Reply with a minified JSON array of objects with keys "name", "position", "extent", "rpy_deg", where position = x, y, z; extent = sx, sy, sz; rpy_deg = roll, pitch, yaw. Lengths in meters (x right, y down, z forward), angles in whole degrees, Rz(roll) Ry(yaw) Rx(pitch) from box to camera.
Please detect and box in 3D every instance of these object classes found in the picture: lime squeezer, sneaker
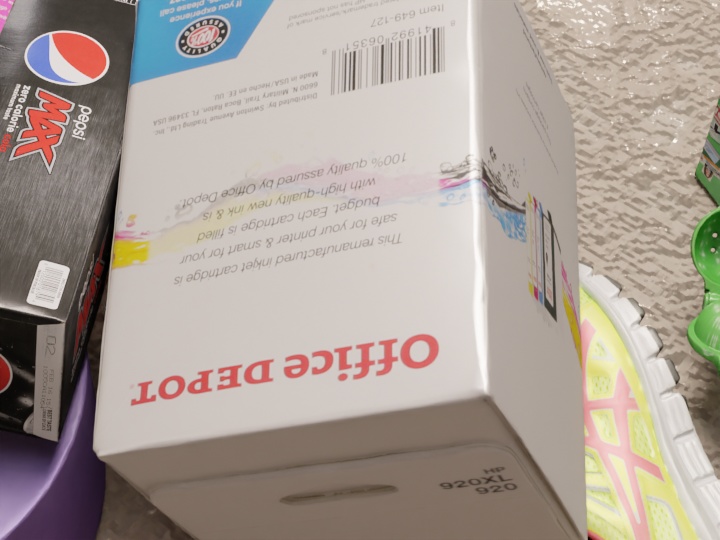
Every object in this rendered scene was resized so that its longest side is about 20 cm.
[{"name":"lime squeezer","position":[0.163,0.005,0.721],"extent":[0.037,0.071,0.202],"rpy_deg":[14,66,-12]},{"name":"sneaker","position":[0.089,0.079,0.695],"extent":[0.089,0.079,0.201],"rpy_deg":[-18,57,-13]}]

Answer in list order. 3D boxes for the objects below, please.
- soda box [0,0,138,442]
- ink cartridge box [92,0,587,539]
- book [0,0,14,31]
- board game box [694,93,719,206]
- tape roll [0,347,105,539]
[{"name":"soda box","position":[-0.124,-0.034,0.670],"extent":[0.063,0.071,0.201],"rpy_deg":[11,45,-2]},{"name":"ink cartridge box","position":[0.000,0.000,0.658],"extent":[0.146,0.145,0.202],"rpy_deg":[-9,58,19]},{"name":"book","position":[-0.218,-0.106,0.830],"extent":[0.133,0.048,0.200],"rpy_deg":[25,58,23]},{"name":"board game box","position":[0.221,-0.019,0.736],"extent":[0.029,0.135,0.201],"rpy_deg":[-21,57,-17]},{"name":"tape roll","position":[-0.204,0.068,0.688],"extent":[0.197,0.085,0.202],"rpy_deg":[1,54,-1]}]
